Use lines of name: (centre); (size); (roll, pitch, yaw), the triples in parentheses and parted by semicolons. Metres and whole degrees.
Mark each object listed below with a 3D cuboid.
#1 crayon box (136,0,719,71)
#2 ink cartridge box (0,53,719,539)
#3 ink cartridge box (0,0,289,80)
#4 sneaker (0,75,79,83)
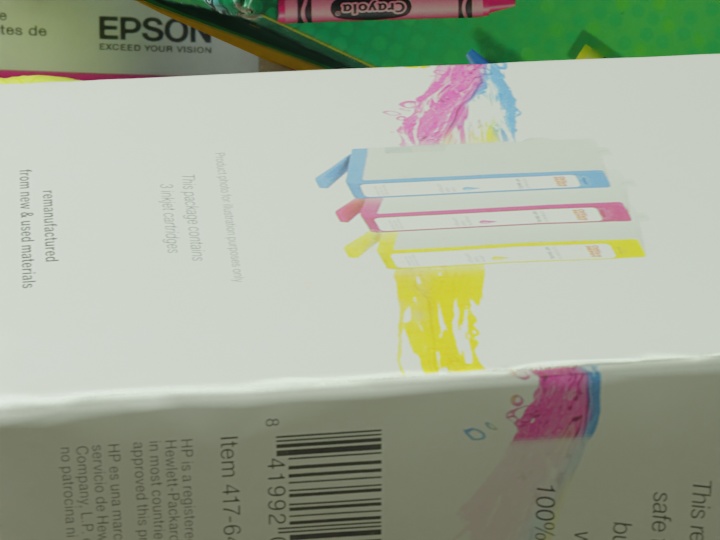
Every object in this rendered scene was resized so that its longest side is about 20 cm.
crayon box: (0.048, -0.056, 0.759); (0.200, 0.058, 0.119); (23, 0, -21)
ink cartridge box: (0.028, 0.041, 0.580); (0.200, 0.129, 0.125); (-3, 30, -6)
ink cartridge box: (-0.097, -0.101, 0.902); (0.200, 0.075, 0.165); (2, 39, 0)
sneaker: (-0.152, -0.027, 0.813); (0.200, 0.076, 0.076); (-10, 42, -15)
